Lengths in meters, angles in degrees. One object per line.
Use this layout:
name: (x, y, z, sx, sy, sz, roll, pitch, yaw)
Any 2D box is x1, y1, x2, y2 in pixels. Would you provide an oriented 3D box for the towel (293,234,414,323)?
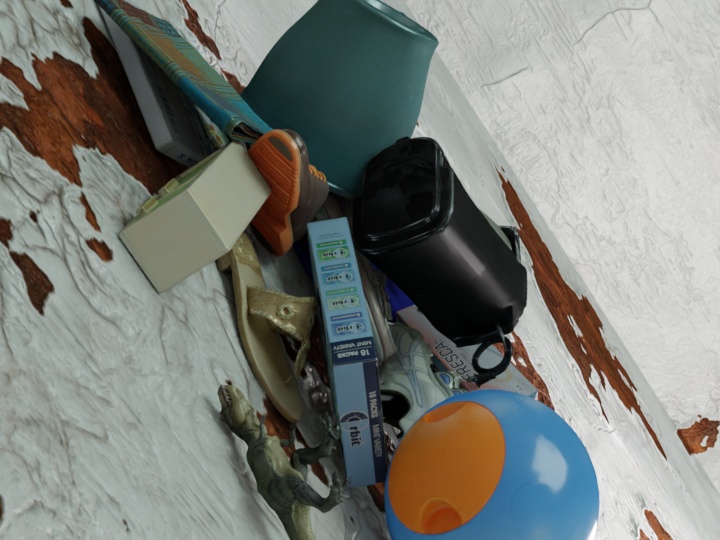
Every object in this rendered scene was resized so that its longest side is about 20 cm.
towel: (-0.013, 0.006, 1.586, 0.148, 0.049, 0.200, 55, 15, 11)

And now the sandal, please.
sandal: (-0.076, 0.033, 1.276, 0.078, 0.069, 0.212, 32, 31, -59)

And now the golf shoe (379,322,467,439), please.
golf shoe: (0.039, 0.121, 1.479, 0.200, 0.097, 0.079, 41, -43, 55)

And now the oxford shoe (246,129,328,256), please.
oxford shoe: (-0.070, -0.091, 1.351, 0.071, 0.073, 0.200, 46, -23, 13)

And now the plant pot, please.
plant pot: (-0.017, -0.204, 1.477, 0.199, 0.189, 0.200, 27, 15, -8)

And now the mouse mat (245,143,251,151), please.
mouse mat: (-0.052, -0.115, 1.567, 0.160, 0.008, 0.201, 5, 45, -22)

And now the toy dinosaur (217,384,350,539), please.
toy dinosaur: (-0.050, 0.168, 1.073, 0.047, 0.088, 0.201, 17, 43, -54)

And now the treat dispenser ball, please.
treat dispenser ball: (0.121, 0.212, 1.256, 0.201, 0.200, 0.201, 53, 16, -23)

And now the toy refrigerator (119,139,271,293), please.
toy refrigerator: (-0.145, -0.056, 1.213, 0.070, 0.076, 0.200, 56, 16, -12)

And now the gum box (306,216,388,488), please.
gum box: (-0.013, 0.078, 1.308, 0.201, 0.044, 0.171, -104, -174, -47)

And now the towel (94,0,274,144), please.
towel: (-0.164, -0.195, 1.334, 0.200, 0.022, 0.147, 46, 10, 14)

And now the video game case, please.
video game case: (-0.190, -0.183, 1.410, 0.182, 0.022, 0.201, 29, 33, -62)

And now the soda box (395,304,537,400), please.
soda box: (0.116, 0.112, 1.515, 0.200, 0.068, 0.064, 47, -31, 44)

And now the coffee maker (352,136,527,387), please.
coffee maker: (0.093, -0.016, 1.424, 0.200, 0.134, 0.193, 43, 15, -47)

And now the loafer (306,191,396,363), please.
loafer: (0.000, 0.000, 1.454, 0.201, 0.063, 0.072, 65, -21, 11)
